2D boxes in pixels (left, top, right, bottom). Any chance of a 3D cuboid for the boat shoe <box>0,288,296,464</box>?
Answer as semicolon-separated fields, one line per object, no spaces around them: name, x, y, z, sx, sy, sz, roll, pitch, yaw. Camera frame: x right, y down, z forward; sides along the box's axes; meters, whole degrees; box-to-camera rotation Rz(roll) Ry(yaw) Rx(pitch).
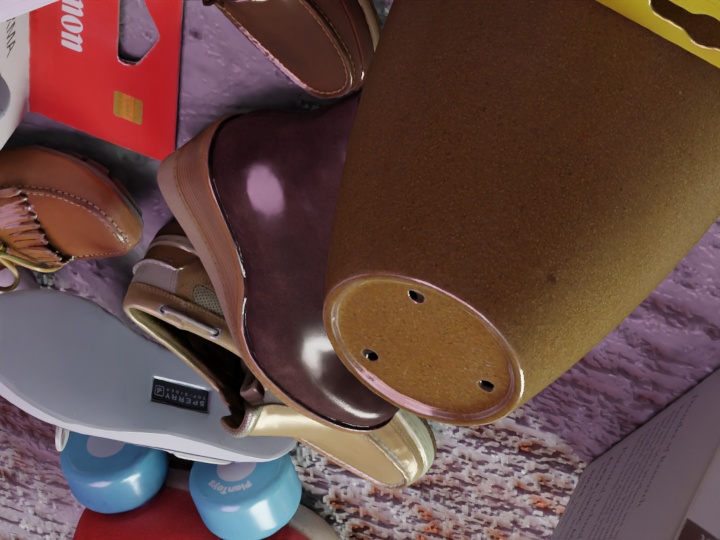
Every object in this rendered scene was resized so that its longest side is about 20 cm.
boat shoe;-0.137;0.064;1.615;0.202;0.075;0.086;16;160;-27

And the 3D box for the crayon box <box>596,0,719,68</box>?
crayon box;0.176;-0.160;1.158;0.127;0.051;0.200;30;140;0

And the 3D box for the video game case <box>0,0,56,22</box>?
video game case;-0.214;-0.199;1.343;0.182;0.024;0.200;-18;116;20

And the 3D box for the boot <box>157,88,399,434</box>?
boot;0.000;0.000;1.464;0.166;0.072;0.200;-12;123;46

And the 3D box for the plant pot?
plant pot;0.065;-0.036;1.268;0.186;0.200;0.186;20;143;16

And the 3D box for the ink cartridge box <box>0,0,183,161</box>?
ink cartridge box;-0.177;-0.134;1.455;0.176;0.045;0.200;23;144;12

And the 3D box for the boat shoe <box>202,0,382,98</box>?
boat shoe;-0.065;-0.149;1.335;0.072;0.068;0.200;-10;128;42

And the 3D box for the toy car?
toy car;-0.115;0.218;1.699;0.177;0.200;0.184;9;139;27

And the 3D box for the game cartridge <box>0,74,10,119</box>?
game cartridge;-0.275;-0.139;1.456;0.133;0.040;0.200;-16;120;46

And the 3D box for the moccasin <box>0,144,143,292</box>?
moccasin;-0.204;-0.027;1.570;0.201;0.078;0.074;7;142;29

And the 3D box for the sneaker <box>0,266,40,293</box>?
sneaker;-0.258;0.038;1.672;0.200;0.100;0.075;-16;122;44

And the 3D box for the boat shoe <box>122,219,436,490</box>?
boat shoe;-0.049;0.063;1.572;0.200;0.076;0.072;39;143;-12

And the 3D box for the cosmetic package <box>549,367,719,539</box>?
cosmetic package;0.191;0.168;1.452;0.165;0.165;0.200;35;145;-8
